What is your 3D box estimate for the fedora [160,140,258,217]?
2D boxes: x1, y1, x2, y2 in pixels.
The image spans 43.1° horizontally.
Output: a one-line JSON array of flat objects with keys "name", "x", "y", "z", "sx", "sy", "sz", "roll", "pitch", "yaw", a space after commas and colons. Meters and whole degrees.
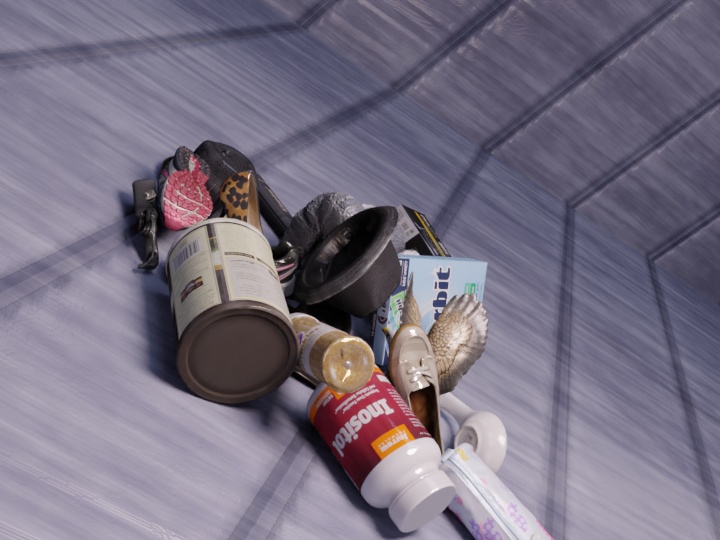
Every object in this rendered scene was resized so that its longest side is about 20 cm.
[{"name": "fedora", "x": -0.233, "y": -0.151, "z": 1.522, "sx": 0.200, "sy": 0.092, "sz": 0.201, "roll": 31, "pitch": 22, "yaw": -14}]

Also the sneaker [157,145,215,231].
[{"name": "sneaker", "x": -0.271, "y": -0.110, "z": 1.374, "sx": 0.081, "sy": 0.075, "sz": 0.200, "roll": 37, "pitch": 21, "yaw": -22}]

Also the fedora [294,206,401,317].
[{"name": "fedora", "x": 0.000, "y": 0.000, "z": 1.281, "sx": 0.092, "sy": 0.200, "sz": 0.201, "roll": 49, "pitch": 16, "yaw": -20}]

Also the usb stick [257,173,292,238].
[{"name": "usb stick", "x": -0.157, "y": -0.112, "z": 1.644, "sx": 0.055, "sy": 0.033, "sz": 0.200, "roll": 9, "pitch": 34, "yaw": -49}]

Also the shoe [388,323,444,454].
[{"name": "shoe", "x": 0.083, "y": 0.169, "z": 1.227, "sx": 0.070, "sy": 0.201, "sz": 0.053, "roll": -15, "pitch": 17, "yaw": -27}]

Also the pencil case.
[{"name": "pencil case", "x": 0.174, "y": 0.321, "z": 1.188, "sx": 0.200, "sy": 0.083, "sz": 0.091, "roll": 47, "pitch": 1, "yaw": 27}]

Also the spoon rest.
[{"name": "spoon rest", "x": 0.154, "y": 0.232, "z": 1.346, "sx": 0.060, "sy": 0.100, "sz": 0.200, "roll": 18, "pitch": 17, "yaw": -34}]

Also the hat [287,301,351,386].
[{"name": "hat", "x": -0.060, "y": 0.082, "z": 1.325, "sx": 0.200, "sy": 0.081, "sz": 0.201, "roll": 31, "pitch": 21, "yaw": -13}]

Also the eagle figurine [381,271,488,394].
[{"name": "eagle figurine", "x": 0.079, "y": 0.117, "z": 1.304, "sx": 0.151, "sy": 0.200, "sz": 0.152, "roll": 40, "pitch": 21, "yaw": 8}]

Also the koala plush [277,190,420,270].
[{"name": "koala plush", "x": 0.000, "y": -0.043, "z": 1.488, "sx": 0.199, "sy": 0.184, "sz": 0.177, "roll": -4, "pitch": 42, "yaw": -44}]

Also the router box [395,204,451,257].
[{"name": "router box", "x": 0.126, "y": -0.016, "z": 1.634, "sx": 0.201, "sy": 0.052, "sz": 0.157, "roll": 59, "pitch": 14, "yaw": 14}]

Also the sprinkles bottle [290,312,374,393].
[{"name": "sprinkles bottle", "x": -0.049, "y": 0.099, "z": 1.128, "sx": 0.068, "sy": 0.069, "sz": 0.200, "roll": 27, "pitch": -5, "yaw": -22}]

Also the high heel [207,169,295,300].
[{"name": "high heel", "x": -0.144, "y": -0.051, "z": 1.385, "sx": 0.200, "sy": 0.143, "sz": 0.071, "roll": 36, "pitch": 21, "yaw": -2}]

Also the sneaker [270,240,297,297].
[{"name": "sneaker", "x": -0.180, "y": -0.017, "z": 1.304, "sx": 0.199, "sy": 0.087, "sz": 0.080, "roll": 0, "pitch": 36, "yaw": -32}]

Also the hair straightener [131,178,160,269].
[{"name": "hair straightener", "x": -0.306, "y": -0.074, "z": 1.288, "sx": 0.041, "sy": 0.077, "sz": 0.200, "roll": -4, "pitch": 39, "yaw": -8}]

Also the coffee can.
[{"name": "coffee can", "x": -0.165, "y": 0.046, "z": 1.147, "sx": 0.146, "sy": 0.147, "sz": 0.200, "roll": 24, "pitch": 24, "yaw": -29}]

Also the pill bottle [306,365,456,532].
[{"name": "pill bottle", "x": 0.027, "y": 0.218, "z": 1.135, "sx": 0.113, "sy": 0.113, "sz": 0.200, "roll": 8, "pitch": 35, "yaw": -51}]

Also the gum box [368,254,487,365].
[{"name": "gum box", "x": 0.109, "y": 0.063, "z": 1.462, "sx": 0.199, "sy": 0.171, "sz": 0.044, "roll": 3, "pitch": 7, "yaw": -37}]
